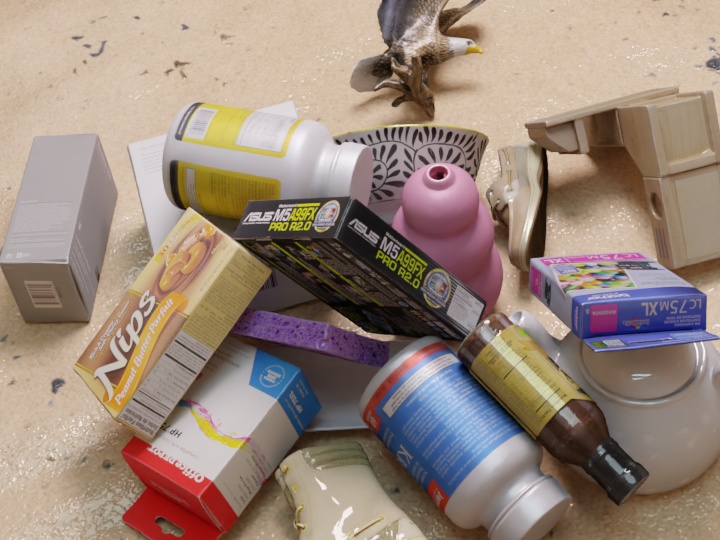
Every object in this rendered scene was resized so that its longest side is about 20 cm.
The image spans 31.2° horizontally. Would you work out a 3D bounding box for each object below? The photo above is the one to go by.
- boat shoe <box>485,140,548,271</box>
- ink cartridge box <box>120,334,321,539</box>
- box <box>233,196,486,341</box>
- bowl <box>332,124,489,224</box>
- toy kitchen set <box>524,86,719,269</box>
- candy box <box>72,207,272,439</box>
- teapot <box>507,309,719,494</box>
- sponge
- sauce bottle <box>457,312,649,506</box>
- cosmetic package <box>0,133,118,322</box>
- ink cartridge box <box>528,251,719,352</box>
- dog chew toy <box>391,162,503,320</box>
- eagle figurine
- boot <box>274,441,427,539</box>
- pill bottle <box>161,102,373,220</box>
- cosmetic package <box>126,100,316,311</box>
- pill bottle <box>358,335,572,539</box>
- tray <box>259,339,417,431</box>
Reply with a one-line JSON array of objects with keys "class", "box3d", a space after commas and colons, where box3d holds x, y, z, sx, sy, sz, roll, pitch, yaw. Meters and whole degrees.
[{"class": "boat shoe", "box3d": [0.174, -0.073, 1.439, 0.064, 0.073, 0.201, -2, 43, 13]}, {"class": "ink cartridge box", "box3d": [-0.145, 0.169, 1.245, 0.115, 0.068, 0.201, 20, 60, 36]}, {"class": "box", "box3d": [0.000, 0.000, 1.224, 0.159, 0.199, 0.045, 2, 62, 51]}, {"class": "bowl", "box3d": [0.046, -0.092, 1.424, 0.198, 0.201, 0.096, -3, 83, 5]}, {"class": "toy kitchen set", "box3d": [0.290, -0.098, 1.441, 0.161, 0.183, 0.200, -14, 8, -11]}, {"class": "candy box", "box3d": [-0.185, 0.049, 1.252, 0.201, 0.055, 0.115, -55, 39, -1]}, {"class": "teapot", "box3d": [0.267, 0.103, 1.219, 0.198, 0.147, 0.198, -23, 50, -14]}, {"class": "sponge", "box3d": [-0.077, 0.060, 1.290, 0.198, 0.111, 0.030, 9, 84, 38]}, {"class": "sauce bottle", "box3d": [0.174, 0.126, 1.160, 0.064, 0.065, 0.200, -36, 70, -23]}, {"class": "cosmetic package", "box3d": [-0.338, -0.050, 1.458, 0.089, 0.107, 0.202, 0, 51, 7]}, {"class": "ink cartridge box", "box3d": [0.238, 0.025, 1.184, 0.118, 0.043, 0.200, -4, 17, -7]}, {"class": "dog chew toy", "box3d": [0.084, -0.028, 1.320, 0.123, 0.201, 0.126, -4, 49, 4]}, {"class": "eagle figurine", "box3d": [0.083, -0.297, 1.600, 0.149, 0.151, 0.202, 20, 63, -23]}, {"class": "boot", "box3d": [-0.051, 0.249, 1.180, 0.198, 0.073, 0.156, -25, 51, -16]}, {"class": "pill bottle", "box3d": [-0.092, -0.102, 1.304, 0.197, 0.113, 0.113, 11, 51, 15]}, {"class": "cosmetic package", "box3d": [-0.138, -0.060, 1.428, 0.197, 0.124, 0.201, -15, 51, -6]}, {"class": "pill bottle", "box3d": [0.099, 0.167, 1.198, 0.112, 0.113, 0.200, -34, 64, -21]}, {"class": "tray", "box3d": [-0.012, 0.123, 1.320, 0.197, 0.022, 0.108, -3, 48, 4]}]
